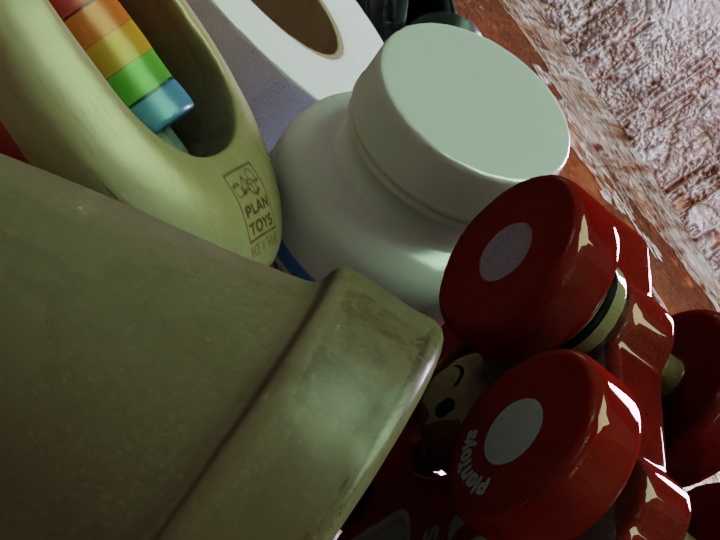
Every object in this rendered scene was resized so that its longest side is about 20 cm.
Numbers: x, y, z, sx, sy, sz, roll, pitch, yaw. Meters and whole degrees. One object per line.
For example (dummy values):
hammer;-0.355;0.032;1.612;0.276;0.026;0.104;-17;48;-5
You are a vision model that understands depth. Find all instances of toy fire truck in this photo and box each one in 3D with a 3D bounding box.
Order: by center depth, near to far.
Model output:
toy fire truck;0.049;0.075;0.905;0.112;0.168;0.200;38;33;-31

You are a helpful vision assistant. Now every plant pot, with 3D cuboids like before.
plant pot;-0.098;0.050;0.852;0.175;0.200;0.200;37;16;-4

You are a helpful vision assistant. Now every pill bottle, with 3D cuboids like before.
pill bottle;0.000;0.000;1.034;0.112;0.200;0.112;20;41;-18

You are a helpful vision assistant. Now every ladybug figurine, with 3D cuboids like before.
ladybug figurine;-0.104;-0.066;0.951;0.200;0.072;0.136;56;25;0

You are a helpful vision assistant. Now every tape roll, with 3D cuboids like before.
tape roll;-0.057;-0.126;1.181;0.203;0.037;0.203;43;19;-19

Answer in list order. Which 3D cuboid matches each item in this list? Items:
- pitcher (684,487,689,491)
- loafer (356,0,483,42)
pitcher;0.138;0.162;1.257;0.171;0.121;0.200;33;-2;9
loafer;0.029;-0.100;1.305;0.068;0.070;0.201;47;17;-31
